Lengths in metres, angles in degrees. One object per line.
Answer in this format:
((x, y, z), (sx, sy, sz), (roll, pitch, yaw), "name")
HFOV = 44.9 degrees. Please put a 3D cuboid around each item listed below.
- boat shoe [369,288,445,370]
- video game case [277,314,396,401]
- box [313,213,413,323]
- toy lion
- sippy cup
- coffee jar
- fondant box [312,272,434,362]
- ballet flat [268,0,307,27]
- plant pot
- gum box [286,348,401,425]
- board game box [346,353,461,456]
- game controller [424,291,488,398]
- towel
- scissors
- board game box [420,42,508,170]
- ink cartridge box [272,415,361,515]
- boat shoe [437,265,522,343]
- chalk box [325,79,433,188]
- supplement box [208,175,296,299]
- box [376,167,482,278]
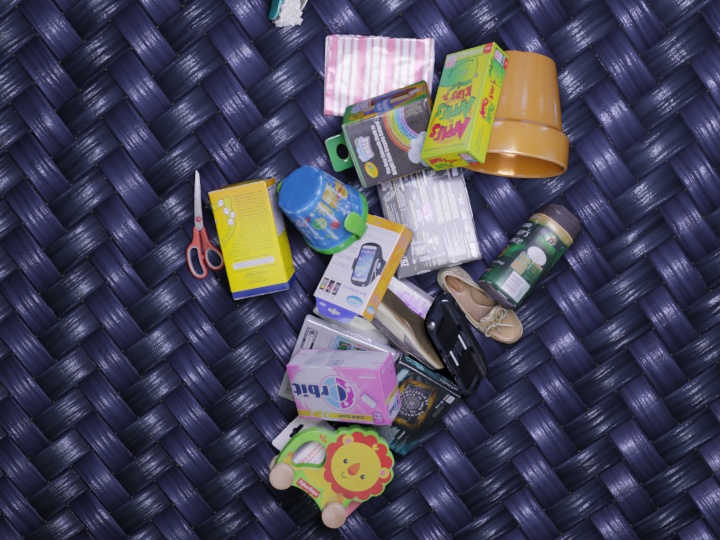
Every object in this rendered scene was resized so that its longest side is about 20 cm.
((0.076, 0.110, 1.592), (0.201, 0.072, 0.066), (45, 125, -14), "boat shoe")
((-0.047, 0.195, 1.659), (0.181, 0.024, 0.201), (21, 122, -1), "video game case")
((0.000, 0.000, 1.553), (0.119, 0.041, 0.201), (20, 82, 38), "box")
((-0.045, 0.366, 1.638), (0.200, 0.069, 0.192), (37, 93, -8), "toy lion")
((-0.074, -0.116, 1.550), (0.177, 0.130, 0.141), (-12, 61, 28), "sippy cup")
((0.305, -0.028, 1.566), (0.085, 0.104, 0.200), (42, 83, -2), "coffee jar")
((0.032, 0.070, 1.646), (0.199, 0.058, 0.145), (34, 101, -5), "fondant box")
((-0.113, -0.530, 1.543), (0.071, 0.072, 0.201), (14, 104, 1), "ballet flat")
((0.267, -0.271, 1.507), (0.198, 0.200, 0.185), (7, 86, 2), "plant pot")
((-0.035, 0.210, 1.588), (0.199, 0.066, 0.114), (0, 114, 25), "gum box")
((0.080, 0.255, 1.633), (0.135, 0.028, 0.200), (31, 125, -8), "board game box")
((0.177, 0.139, 1.610), (0.042, 0.104, 0.201), (-2, 127, 45), "game controller")
((0.033, -0.350, 1.578), (0.198, 0.030, 0.148), (3, 102, 3), "towel")
((-0.313, -0.085, 1.659), (0.073, 0.014, 0.201), (-14, 101, 8), "scissors")
((0.172, -0.269, 1.436), (0.048, 0.101, 0.201), (31, 66, -40), "board game box")
((-0.070, 0.378, 1.703), (0.200, 0.068, 0.117), (43, 101, -8), "ink cartridge box")
((0.222, 0.069, 1.631), (0.200, 0.063, 0.073), (39, 101, -4), "boat shoe")
((0.040, -0.235, 1.539), (0.199, 0.124, 0.126), (-15, 114, 11), "chalk box")
((-0.197, -0.062, 1.608), (0.109, 0.109, 0.202), (-11, 100, 5), "supplement box")
((0.124, -0.100, 1.597), (0.159, 0.044, 0.202), (-14, 90, 6), "box")
